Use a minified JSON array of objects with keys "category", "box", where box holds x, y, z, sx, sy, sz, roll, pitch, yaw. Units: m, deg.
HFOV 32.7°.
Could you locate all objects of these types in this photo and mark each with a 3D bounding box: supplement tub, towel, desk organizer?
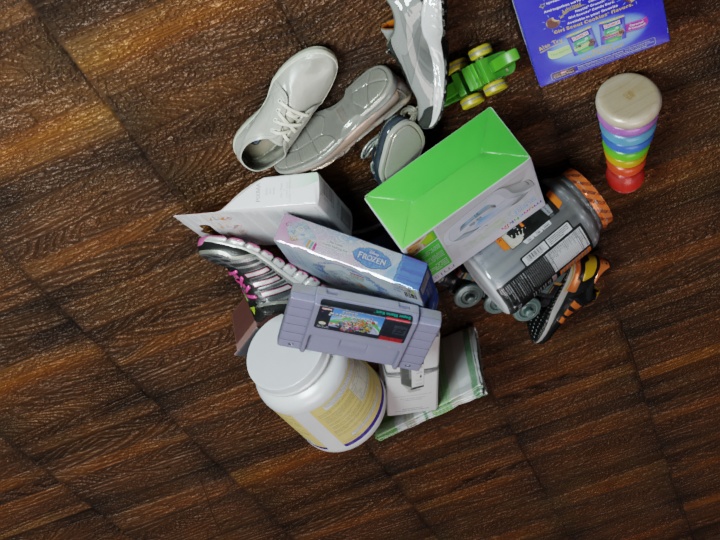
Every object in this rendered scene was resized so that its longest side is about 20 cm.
[{"category":"supplement tub","box":[0.246,-0.044,1.716,0.200,0.123,0.123,-39,140,-3]},{"category":"towel","box":[0.107,0.182,1.967,0.199,0.150,0.031,-28,125,20]},{"category":"supplement tub","box":[-0.063,0.160,1.767,0.145,0.146,0.200,-24,141,13]},{"category":"desk organizer","box":[-0.091,0.095,1.858,0.199,0.077,0.072,14,135,-30]}]

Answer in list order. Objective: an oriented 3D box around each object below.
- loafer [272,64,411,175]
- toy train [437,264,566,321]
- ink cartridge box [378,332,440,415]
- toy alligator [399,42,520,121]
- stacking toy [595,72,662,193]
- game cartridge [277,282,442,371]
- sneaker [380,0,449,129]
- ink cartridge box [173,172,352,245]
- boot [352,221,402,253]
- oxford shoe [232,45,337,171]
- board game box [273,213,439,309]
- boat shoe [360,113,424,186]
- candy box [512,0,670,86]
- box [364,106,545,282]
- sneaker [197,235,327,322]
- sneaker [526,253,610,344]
[{"category":"loafer","box":[-0.021,-0.177,1.552,0.200,0.072,0.063,-36,144,22]},{"category":"toy train","box":[0.212,0.003,1.837,0.199,0.085,0.114,13,122,-25]},{"category":"ink cartridge box","box":[0.067,0.103,1.859,0.082,0.147,0.200,-8,141,-4]},{"category":"toy alligator","box":[0.131,-0.233,1.540,0.200,0.060,0.054,-26,178,43]},{"category":"stacking toy","box":[0.362,-0.175,1.663,0.085,0.086,0.200,-15,149,3]},{"category":"game cartridge","box":[-0.003,0.077,1.615,0.199,0.039,0.130,11,150,-6]},{"category":"sneaker","box":[0.067,-0.261,1.464,0.079,0.074,0.201,-2,127,7]},{"category":"ink cartridge box","box":[-0.127,-0.077,1.638,0.199,0.050,0.161,-2,164,15]},{"category":"boot","box":[-0.027,-0.006,1.772,0.199,0.073,0.090,-23,127,9]},{"category":"oxford shoe","box":[-0.090,-0.194,1.517,0.075,0.058,0.200,21,128,-31]},{"category":"board game box","box":[0.000,0.000,1.625,0.198,0.044,0.200,19,169,11]},{"category":"boat shoe","box":[0.043,-0.148,1.580,0.075,0.062,0.200,-34,158,-6]},{"category":"candy box","box":[0.261,-0.331,1.432,0.168,0.077,0.200,-18,143,9]},{"category":"box","box":[0.126,-0.093,1.606,0.200,0.097,0.177,-35,157,1]},{"category":"sneaker","box":[-0.138,0.022,1.665,0.199,0.088,0.074,28,170,-16]},{"category":"sneaker","box":[0.328,0.049,1.928,0.090,0.070,0.200,2,138,-14]}]
